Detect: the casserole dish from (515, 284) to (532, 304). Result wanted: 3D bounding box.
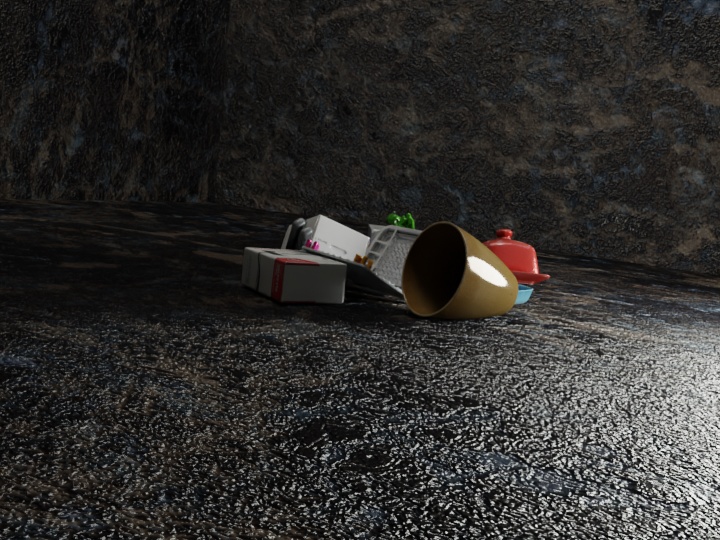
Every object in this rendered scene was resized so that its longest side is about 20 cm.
[{"bbox_3d":[0.323,0.054,1.755,0.120,0.039,0.199,13,9,43],"label":"casserole dish"}]

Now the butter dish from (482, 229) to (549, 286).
[{"bbox_3d":[0.371,-0.034,1.919,0.197,0.150,0.199,5,-10,-6],"label":"butter dish"}]

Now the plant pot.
[{"bbox_3d":[0.213,0.023,1.472,0.199,0.188,0.186,19,-1,-35],"label":"plant pot"}]

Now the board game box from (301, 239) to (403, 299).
[{"bbox_3d":[0.000,0.000,1.594,0.199,0.026,0.199,18,-11,45],"label":"board game box"}]

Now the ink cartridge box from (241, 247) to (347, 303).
[{"bbox_3d":[-0.140,0.009,1.519,0.143,0.085,0.199,2,7,-33],"label":"ink cartridge box"}]

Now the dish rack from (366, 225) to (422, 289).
[{"bbox_3d":[0.091,-0.020,1.760,0.199,0.172,0.044,13,-27,47],"label":"dish rack"}]

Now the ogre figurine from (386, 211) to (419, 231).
[{"bbox_3d":[0.164,-0.079,1.868,0.198,0.099,0.120,6,-17,20],"label":"ogre figurine"}]

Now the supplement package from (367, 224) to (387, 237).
[{"bbox_3d":[0.076,-0.072,2.209,0.112,0.111,0.200,6,8,-2],"label":"supplement package"}]

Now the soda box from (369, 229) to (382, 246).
[{"bbox_3d":[0.118,-0.047,1.977,0.199,0.064,0.068,23,-23,-37],"label":"soda box"}]

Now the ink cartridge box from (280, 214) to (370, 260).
[{"bbox_3d":[-0.087,-0.058,1.773,0.145,0.085,0.199,23,-14,-24],"label":"ink cartridge box"}]

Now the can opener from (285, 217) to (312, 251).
[{"bbox_3d":[-0.153,-0.039,1.668,0.066,0.201,0.053,-33,73,-35],"label":"can opener"}]
